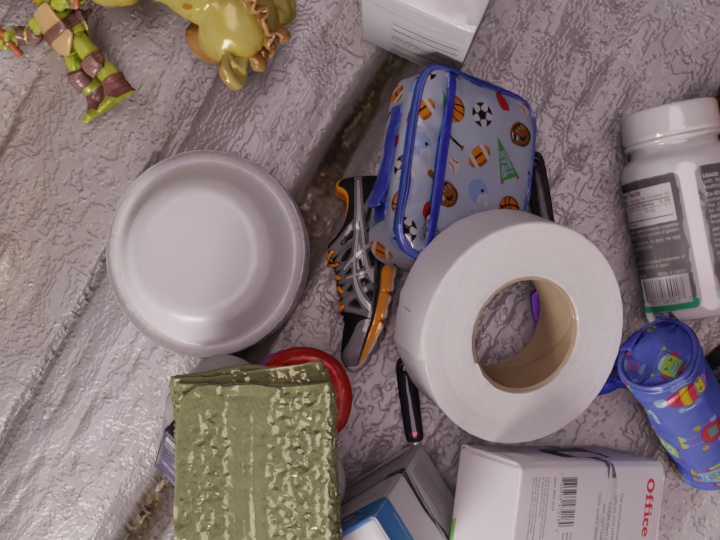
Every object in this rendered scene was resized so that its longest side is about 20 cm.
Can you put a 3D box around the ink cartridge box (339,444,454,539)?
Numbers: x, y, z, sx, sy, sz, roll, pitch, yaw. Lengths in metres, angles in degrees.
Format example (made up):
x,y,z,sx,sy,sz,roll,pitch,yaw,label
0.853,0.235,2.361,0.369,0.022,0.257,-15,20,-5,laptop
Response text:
x,y,z,sx,sy,sz,roll,pitch,yaw,label
0.000,0.253,0.925,0.144,0.200,0.084,-34,88,16,ink cartridge box

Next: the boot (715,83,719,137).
x,y,z,sx,sy,sz,roll,pitch,yaw,label
0.390,-0.104,0.961,0.076,0.155,0.202,-26,85,6,boot

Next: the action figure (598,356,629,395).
x,y,z,sx,sy,sz,roll,pitch,yaw,label
0.219,0.108,1.006,0.198,0.066,0.052,-20,130,1,action figure

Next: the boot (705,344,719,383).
x,y,z,sx,sy,sz,roll,pitch,yaw,label
0.450,0.139,1.005,0.164,0.066,0.201,-33,93,2,boot

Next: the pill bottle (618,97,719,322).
x,y,z,sx,sy,sz,roll,pitch,yaw,label
0.315,-0.057,0.982,0.112,0.113,0.203,-10,89,1,pill bottle

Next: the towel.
x,y,z,sx,sy,sz,roll,pitch,yaw,label
-0.083,0.177,0.824,0.146,0.036,0.203,-5,84,13,towel

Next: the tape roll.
x,y,z,sx,sy,sz,roll,pitch,yaw,label
0.134,0.049,0.918,0.200,0.071,0.205,-5,105,-18,tape roll

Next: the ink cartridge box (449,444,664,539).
x,y,z,sx,sy,sz,roll,pitch,yaw,label
0.183,0.242,0.946,0.198,0.084,0.148,8,89,-36,ink cartridge box

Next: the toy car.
x,y,z,sx,sy,sz,roll,pitch,yaw,label
-0.079,0.139,0.954,0.175,0.200,0.150,46,70,-4,toy car

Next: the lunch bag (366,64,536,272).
x,y,z,sx,sy,sz,roll,pitch,yaw,label
0.086,-0.085,0.972,0.159,0.075,0.203,16,76,-30,lunch bag

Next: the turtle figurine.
x,y,z,sx,sy,sz,roll,pitch,yaw,label
-0.296,-0.230,1.008,0.199,0.064,0.162,-19,108,42,turtle figurine

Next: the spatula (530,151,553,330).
x,y,z,sx,sy,sz,roll,pitch,yaw,label
0.188,-0.022,1.012,0.056,0.021,0.203,-11,77,10,spatula

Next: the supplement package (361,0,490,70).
x,y,z,sx,sy,sz,roll,pitch,yaw,label
0.069,-0.267,0.948,0.108,0.200,0.115,24,88,1,supplement package

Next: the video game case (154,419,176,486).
x,y,z,sx,sy,sz,roll,pitch,yaw,label
-0.134,0.212,0.946,0.143,0.200,0.019,44,68,3,video game case

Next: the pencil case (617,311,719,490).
x,y,z,sx,sy,sz,roll,pitch,yaw,label
0.302,0.127,0.952,0.078,0.087,0.200,-44,129,-7,pencil case

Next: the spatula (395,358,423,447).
x,y,z,sx,sy,sz,roll,pitch,yaw,label
0.058,0.188,1.028,0.056,0.021,0.203,-7,88,5,spatula

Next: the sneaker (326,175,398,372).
x,y,z,sx,sy,sz,roll,pitch,yaw,label
0.000,0.000,1.010,0.076,0.078,0.203,9,79,2,sneaker

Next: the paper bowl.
x,y,z,sx,sy,sz,roll,pitch,yaw,label
-0.151,-0.017,0.997,0.198,0.104,0.204,0,89,2,paper bowl

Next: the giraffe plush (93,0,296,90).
x,y,z,sx,sy,sz,roll,pitch,yaw,label
-0.146,-0.270,0.988,0.173,0.200,0.162,-46,117,-3,giraffe plush
